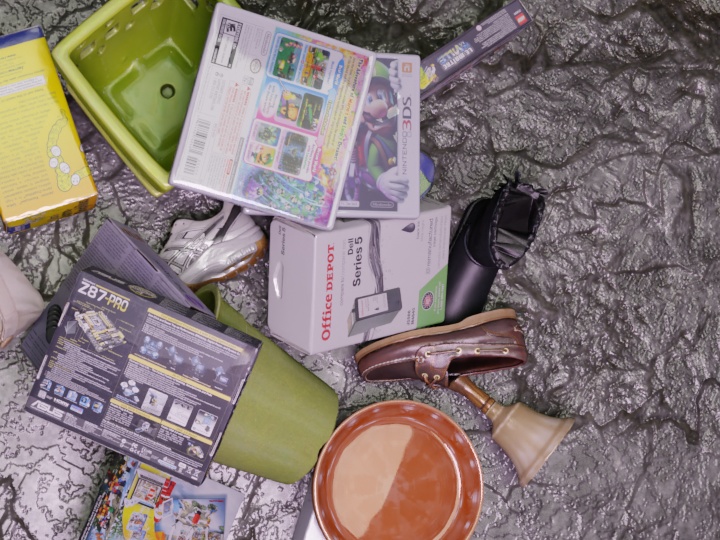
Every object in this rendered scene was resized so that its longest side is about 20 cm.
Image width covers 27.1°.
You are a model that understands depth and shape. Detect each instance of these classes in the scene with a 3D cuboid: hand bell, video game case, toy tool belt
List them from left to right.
[{"bbox_3d":[-0.453,0.011,1.639,0.123,0.125,0.200,-43,93,-21],"label":"toy tool belt"},{"bbox_3d":[-0.092,-0.162,1.578,0.182,0.024,0.201,16,83,-15],"label":"video game case"},{"bbox_3d":[-0.031,-0.149,1.619,0.199,0.023,0.182,1,87,-16],"label":"video game case"},{"bbox_3d":[0.146,0.157,1.779,0.200,0.104,0.104,38,78,6],"label":"hand bell"}]

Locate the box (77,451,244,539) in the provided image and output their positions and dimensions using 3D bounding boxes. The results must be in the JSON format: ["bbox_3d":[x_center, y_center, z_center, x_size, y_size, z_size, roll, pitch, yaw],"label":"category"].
[{"bbox_3d":[-0.218,0.280,1.634,0.038,0.200,0.137,16,77,34],"label":"box"}]

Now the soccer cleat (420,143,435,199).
[{"bbox_3d":[-0.014,-0.127,1.696,0.200,0.065,0.084,17,57,8],"label":"soccer cleat"}]

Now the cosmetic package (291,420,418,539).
[{"bbox_3d":[-0.014,0.284,1.726,0.101,0.071,0.200,19,81,-10],"label":"cosmetic package"}]

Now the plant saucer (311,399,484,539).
[{"bbox_3d":[0.041,0.247,1.690,0.200,0.032,0.201,2,83,-14],"label":"plant saucer"}]

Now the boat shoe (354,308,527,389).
[{"bbox_3d":[0.095,0.102,1.737,0.199,0.070,0.070,-15,68,4],"label":"boat shoe"}]

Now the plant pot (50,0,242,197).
[{"bbox_3d":[-0.215,-0.208,1.682,0.200,0.181,0.199,-40,92,-13],"label":"plant pot"}]

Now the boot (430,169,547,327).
[{"bbox_3d":[0.149,-0.013,1.747,0.073,0.162,0.199,22,81,-11],"label":"boot"}]

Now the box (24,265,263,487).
[{"bbox_3d":[-0.222,0.108,1.522,0.200,0.049,0.162,23,100,1],"label":"box"}]

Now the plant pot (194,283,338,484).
[{"bbox_3d":[-0.132,0.146,1.671,0.190,0.200,0.200,29,79,-19],"label":"plant pot"}]

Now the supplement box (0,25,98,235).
[{"bbox_3d":[-0.379,-0.155,1.678,0.109,0.109,0.200,-19,88,-13],"label":"supplement box"}]

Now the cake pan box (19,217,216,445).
[{"bbox_3d":[-0.265,0.068,1.620,0.052,0.200,0.184,23,103,-49],"label":"cake pan box"}]

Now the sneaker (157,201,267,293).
[{"bbox_3d":[-0.210,-0.012,1.726,0.200,0.076,0.088,-29,76,-18],"label":"sneaker"}]

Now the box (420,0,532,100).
[{"bbox_3d":[0.105,-0.249,1.791,0.200,0.110,0.035,-35,91,-14],"label":"box"}]

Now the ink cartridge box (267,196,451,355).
[{"bbox_3d":[0.000,0.000,1.694,0.200,0.084,0.146,-13,115,-36],"label":"ink cartridge box"}]
